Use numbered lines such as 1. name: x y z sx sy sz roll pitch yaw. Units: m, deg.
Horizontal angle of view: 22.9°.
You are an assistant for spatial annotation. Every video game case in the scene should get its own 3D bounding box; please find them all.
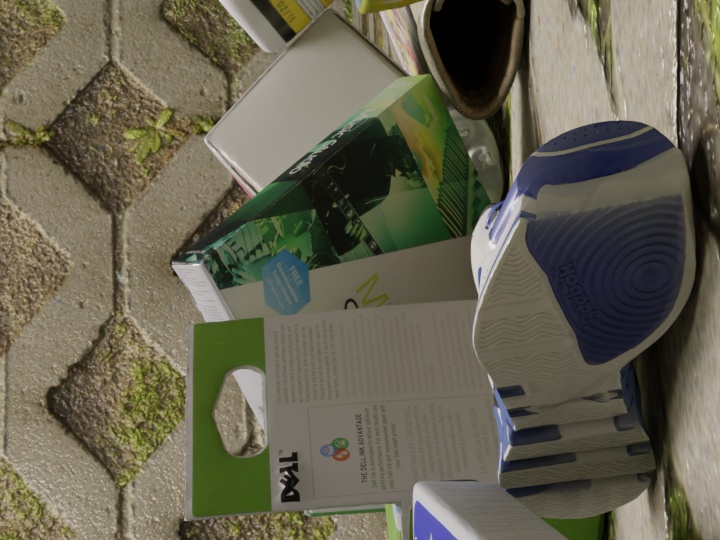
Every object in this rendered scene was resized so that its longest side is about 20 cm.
1. video game case: 0.039 -0.174 1.317 0.200 0.023 0.183 -132 18 -86

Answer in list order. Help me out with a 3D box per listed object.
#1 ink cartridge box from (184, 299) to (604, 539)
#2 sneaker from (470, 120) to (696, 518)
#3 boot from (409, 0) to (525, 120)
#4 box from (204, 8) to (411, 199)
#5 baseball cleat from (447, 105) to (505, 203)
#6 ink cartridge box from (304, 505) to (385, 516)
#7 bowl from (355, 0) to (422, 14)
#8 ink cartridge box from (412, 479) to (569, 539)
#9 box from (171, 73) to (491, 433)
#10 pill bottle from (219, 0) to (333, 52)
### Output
1. ink cartridge box: 0.013 0.091 0.901 0.149 0.198 0.076 -96 3 -51
2. sneaker: 0.075 0.000 0.698 0.200 0.080 0.116 87 176 -52
3. boot: 0.054 -0.205 1.040 0.155 0.071 0.202 -96 -2 -61
4. box: -0.011 -0.074 1.245 0.109 0.128 0.200 43 177 15
5. baseball cleat: 0.059 -0.037 1.198 0.107 0.069 0.202 -98 6 -55
6. ink cartridge box: 0.020 0.101 1.437 0.201 0.144 0.085 -98 4 -59
7. bowl: 0.045 -0.212 0.753 0.200 0.106 0.203 177 90 -87
8. ink cartridge box: 0.058 0.190 0.624 0.200 0.046 0.200 -155 63 -77
9. box: 0.000 0.000 1.015 0.036 0.200 0.145 -1 124 49
10. pill bottle: -0.021 -0.247 1.159 0.111 0.200 0.111 49 -176 -4
